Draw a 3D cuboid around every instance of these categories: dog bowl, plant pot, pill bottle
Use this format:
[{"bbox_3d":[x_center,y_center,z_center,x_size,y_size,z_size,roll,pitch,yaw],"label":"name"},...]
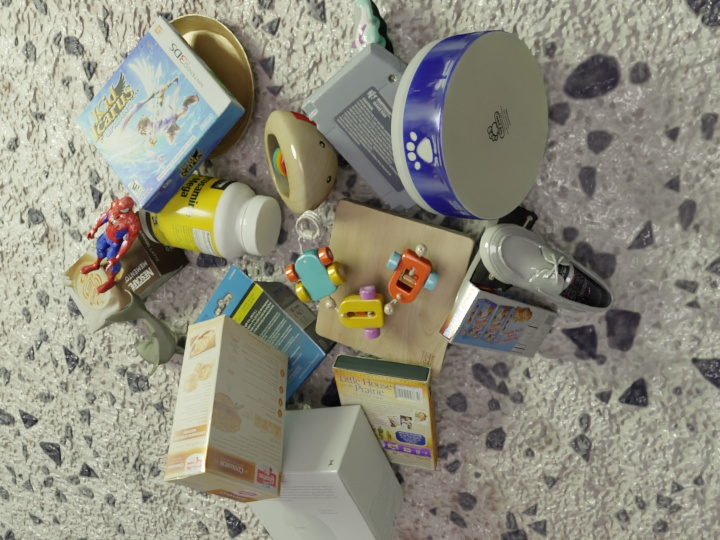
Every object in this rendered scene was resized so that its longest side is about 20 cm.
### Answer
[{"bbox_3d":[0.130,-0.164,0.650,0.078,0.195,0.208,14,113,49],"label":"dog bowl"},{"bbox_3d":[-0.241,-0.275,0.856,0.193,0.027,0.208,5,105,19],"label":"plant pot"},{"bbox_3d":[-0.224,-0.083,0.855,0.193,0.112,0.117,11,108,16],"label":"pill bottle"}]

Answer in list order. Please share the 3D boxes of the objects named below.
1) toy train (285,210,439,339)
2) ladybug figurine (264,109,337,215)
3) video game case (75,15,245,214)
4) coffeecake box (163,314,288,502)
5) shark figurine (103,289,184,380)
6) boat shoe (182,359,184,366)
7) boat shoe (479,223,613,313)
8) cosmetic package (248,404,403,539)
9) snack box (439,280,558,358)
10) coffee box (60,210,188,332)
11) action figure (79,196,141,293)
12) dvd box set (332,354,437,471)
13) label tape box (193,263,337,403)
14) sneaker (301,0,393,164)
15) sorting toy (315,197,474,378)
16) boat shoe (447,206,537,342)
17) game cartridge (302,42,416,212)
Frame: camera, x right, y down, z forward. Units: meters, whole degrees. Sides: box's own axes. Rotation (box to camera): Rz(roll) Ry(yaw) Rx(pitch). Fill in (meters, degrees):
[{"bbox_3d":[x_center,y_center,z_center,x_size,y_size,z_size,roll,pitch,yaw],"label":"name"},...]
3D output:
[{"bbox_3d":[0.000,0.000,0.748,0.195,0.056,0.154,24,114,3],"label":"toy train"},{"bbox_3d":[-0.081,-0.149,0.762,0.070,0.200,0.140,-17,112,-15],"label":"ladybug figurine"},{"bbox_3d":[-0.288,-0.221,0.803,0.200,0.045,0.182,-45,75,9],"label":"video game case"},{"bbox_3d":[-0.173,0.191,0.767,0.071,0.154,0.206,-17,54,23],"label":"coffeecake box"},{"bbox_3d":[-0.345,0.130,0.933,0.125,0.091,0.216,24,148,2],"label":"shark figurine"},{"bbox_3d":[-0.206,0.188,0.947,0.197,0.066,0.072,33,117,-15],"label":"boat shoe"},{"bbox_3d":[0.230,0.004,0.683,0.197,0.068,0.074,32,80,-25],"label":"boat shoe"},{"bbox_3d":[-0.063,0.327,0.867,0.193,0.124,0.204,-10,122,26],"label":"cosmetic package"},{"bbox_3d":[0.180,0.067,0.710,0.024,0.196,0.073,42,109,43],"label":"snack box"},{"bbox_3d":[-0.402,0.000,0.960,0.197,0.080,0.116,-32,93,25],"label":"coffee box"},{"bbox_3d":[-0.373,-0.042,0.843,0.066,0.051,0.200,49,128,8],"label":"action figure"},{"bbox_3d":[0.041,0.216,0.844,0.141,0.030,0.205,4,128,19],"label":"dvd box set"},{"bbox_3d":[-0.152,0.099,0.904,0.200,0.063,0.145,44,115,4],"label":"label tape box"},{"bbox_3d":[-0.020,-0.243,0.755,0.135,0.078,0.208,-7,101,21],"label":"sneaker"},{"bbox_3d":[0.049,0.018,0.805,0.193,0.069,0.207,17,110,15],"label":"sorting toy"},{"bbox_3d":[0.169,0.006,0.725,0.059,0.074,0.205,22,76,14],"label":"boat shoe"},{"bbox_3d":[0.038,-0.173,0.701,0.131,0.042,0.200,-27,126,30],"label":"game cartridge"}]
